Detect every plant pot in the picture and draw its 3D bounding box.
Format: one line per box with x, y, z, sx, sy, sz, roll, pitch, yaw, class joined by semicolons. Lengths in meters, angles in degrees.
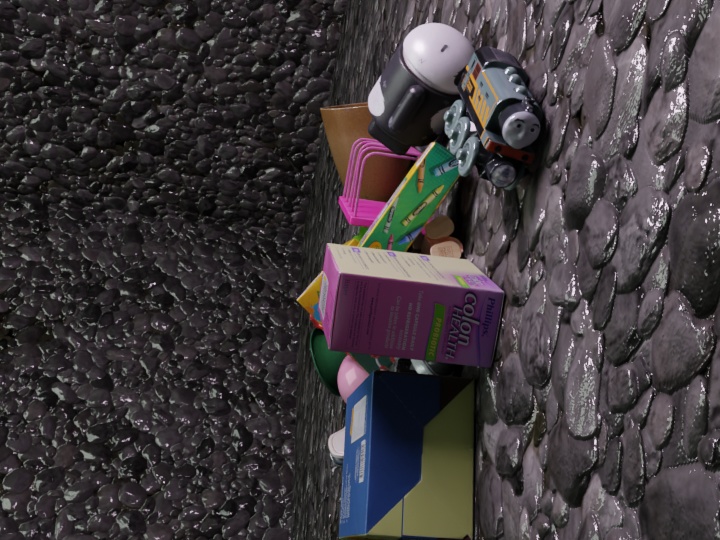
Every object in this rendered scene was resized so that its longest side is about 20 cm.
0.024;-0.216;1.656;0.186;0.185;0.202;-118;23;-75;plant pot

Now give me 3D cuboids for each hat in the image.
-0.008;0.180;2.041;0.200;0.175;0.166;53;-157;-41;hat

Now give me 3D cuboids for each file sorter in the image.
0.048;-0.149;1.490;0.200;0.138;0.126;-115;34;-74;file sorter

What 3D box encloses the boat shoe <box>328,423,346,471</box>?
-0.009;0.269;1.334;0.200;0.074;0.062;-60;-29;-82;boat shoe

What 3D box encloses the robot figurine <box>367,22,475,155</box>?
0.090;-0.262;1.272;0.200;0.124;0.151;-53;40;42;robot figurine

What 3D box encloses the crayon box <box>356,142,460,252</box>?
0.068;-0.087;1.245;0.201;0.058;0.119;-55;3;8;crayon box

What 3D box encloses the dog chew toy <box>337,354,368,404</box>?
0.028;0.148;1.490;0.125;0.124;0.201;105;176;-45;dog chew toy

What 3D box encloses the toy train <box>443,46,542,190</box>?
0.154;-0.177;1.008;0.201;0.085;0.115;-97;25;-56;toy train

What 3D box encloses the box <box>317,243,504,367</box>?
0.055;0.040;1.090;0.176;0.198;0.097;-121;38;-75;box

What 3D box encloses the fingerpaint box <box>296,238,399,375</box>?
0.007;0.052;1.334;0.073;0.167;0.200;-44;2;18;fingerpaint box

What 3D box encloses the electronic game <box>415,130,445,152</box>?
0.120;-0.293;1.430;0.200;0.041;0.202;-173;90;-73;electronic game

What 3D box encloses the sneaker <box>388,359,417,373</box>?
0.070;0.194;1.351;0.091;0.066;0.202;-87;6;-71;sneaker

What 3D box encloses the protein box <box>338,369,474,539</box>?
0.056;0.252;1.142;0.200;0.134;0.200;120;155;-69;protein box

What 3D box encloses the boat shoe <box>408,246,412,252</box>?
0.059;-0.068;1.579;0.200;0.071;0.065;169;109;-81;boat shoe

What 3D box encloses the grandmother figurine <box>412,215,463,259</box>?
0.103;0.002;1.293;0.200;0.060;0.122;110;158;-67;grandmother figurine

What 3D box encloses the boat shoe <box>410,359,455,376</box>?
0.092;0.080;1.235;0.066;0.070;0.200;-49;28;18;boat shoe

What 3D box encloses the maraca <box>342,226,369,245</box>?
0.000;0.000;1.514;0.200;0.106;0.138;114;147;-54;maraca

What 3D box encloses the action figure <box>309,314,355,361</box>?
-0.016;0.105;1.437;0.200;0.065;0.052;33;149;51;action figure
